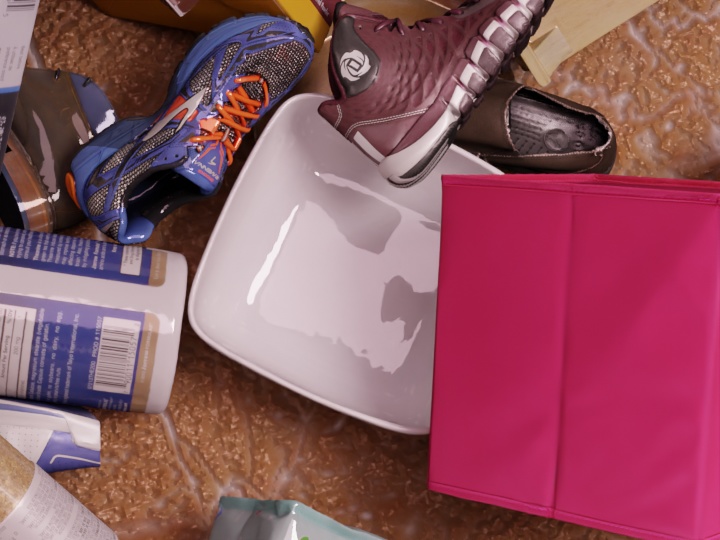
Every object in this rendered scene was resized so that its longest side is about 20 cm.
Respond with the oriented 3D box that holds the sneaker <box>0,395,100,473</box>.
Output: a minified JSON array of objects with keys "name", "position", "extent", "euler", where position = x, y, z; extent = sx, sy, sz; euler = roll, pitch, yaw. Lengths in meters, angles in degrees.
[{"name":"sneaker","position":[-0.275,0.138,1.043],"extent":[0.199,0.081,0.116],"euler":[4,91,-13]}]

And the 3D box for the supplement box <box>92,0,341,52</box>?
[{"name":"supplement box","position":[-0.095,-0.281,1.081],"extent":[0.197,0.133,0.201],"euler":[14,74,30]}]

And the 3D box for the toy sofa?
[{"name":"toy sofa","position":[0.182,-0.225,1.118],"extent":[0.200,0.098,0.083],"euler":[-31,112,11]}]

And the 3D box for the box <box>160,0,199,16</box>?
[{"name":"box","position":[-0.163,-0.249,0.959],"extent":[0.075,0.100,0.200],"euler":[-46,56,0]}]

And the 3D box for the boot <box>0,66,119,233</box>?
[{"name":"boot","position":[-0.232,-0.121,1.113],"extent":[0.097,0.075,0.201],"euler":[-19,82,-27]}]

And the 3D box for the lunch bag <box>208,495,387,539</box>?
[{"name":"lunch bag","position":[-0.013,0.255,1.014],"extent":[0.200,0.122,0.171],"euler":[28,70,-27]}]

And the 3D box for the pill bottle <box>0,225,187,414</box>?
[{"name":"pill bottle","position":[-0.220,0.029,1.042],"extent":[0.199,0.111,0.111],"euler":[9,76,-9]}]

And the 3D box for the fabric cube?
[{"name":"fabric cube","position":[0.174,0.043,0.986],"extent":[0.199,0.196,0.200],"euler":[7,98,38]}]

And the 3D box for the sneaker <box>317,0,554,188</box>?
[{"name":"sneaker","position":[0.045,-0.162,1.037],"extent":[0.115,0.076,0.200],"euler":[36,81,6]}]

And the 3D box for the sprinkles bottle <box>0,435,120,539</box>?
[{"name":"sprinkles bottle","position":[-0.194,0.176,0.997],"extent":[0.068,0.068,0.200],"euler":[-49,116,-14]}]

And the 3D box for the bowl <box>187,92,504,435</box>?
[{"name":"bowl","position":[0.000,0.000,1.073],"extent":[0.199,0.075,0.200],"euler":[24,76,0]}]

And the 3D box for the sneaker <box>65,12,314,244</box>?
[{"name":"sneaker","position":[-0.104,-0.088,1.043],"extent":[0.200,0.075,0.079],"euler":[-42,47,12]}]

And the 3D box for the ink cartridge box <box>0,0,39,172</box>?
[{"name":"ink cartridge box","position":[-0.283,-0.192,1.040],"extent":[0.047,0.198,0.200],"euler":[-11,43,-40]}]

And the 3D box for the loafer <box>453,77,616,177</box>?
[{"name":"loafer","position":[0.090,-0.111,1.109],"extent":[0.199,0.071,0.073],"euler":[8,76,-5]}]

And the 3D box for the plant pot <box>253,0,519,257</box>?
[{"name":"plant pot","position":[0.021,-0.104,1.150],"extent":[0.199,0.027,0.201],"euler":[2,76,-6]}]
